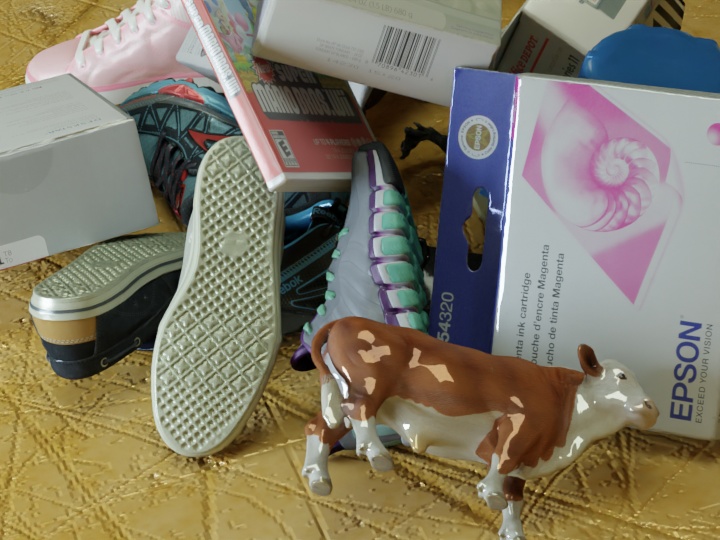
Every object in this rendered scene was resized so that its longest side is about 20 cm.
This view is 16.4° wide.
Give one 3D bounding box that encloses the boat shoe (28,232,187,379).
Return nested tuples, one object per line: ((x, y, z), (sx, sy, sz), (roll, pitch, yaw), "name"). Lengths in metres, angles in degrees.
((-0.146, 0.018, 1.597), (0.074, 0.062, 0.200), (2, 17, 24), "boat shoe")

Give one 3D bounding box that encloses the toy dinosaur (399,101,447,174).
((0.081, -0.102, 1.759), (0.088, 0.048, 0.200), (16, 36, 9), "toy dinosaur")

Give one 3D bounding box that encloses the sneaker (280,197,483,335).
((0.000, 0.000, 1.573), (0.199, 0.082, 0.073), (0, 30, 8), "sneaker")

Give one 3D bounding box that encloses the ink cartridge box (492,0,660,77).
((0.150, -0.170, 1.634), (0.067, 0.117, 0.200), (35, 70, 5), "ink cartridge box")

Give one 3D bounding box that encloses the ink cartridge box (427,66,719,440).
((0.130, -0.013, 1.464), (0.199, 0.197, 0.043), (8, 7, 22), "ink cartridge box")

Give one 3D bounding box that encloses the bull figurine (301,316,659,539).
((0.063, 0.085, 1.399), (0.199, 0.065, 0.122), (13, 49, 6), "bull figurine")

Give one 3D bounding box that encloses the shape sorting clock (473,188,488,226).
((0.169, -0.055, 1.650), (0.199, 0.039, 0.200), (0, 39, 0), "shape sorting clock")

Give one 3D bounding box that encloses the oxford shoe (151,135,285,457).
((-0.082, 0.018, 1.520), (0.075, 0.058, 0.201), (8, 73, -1), "oxford shoe")

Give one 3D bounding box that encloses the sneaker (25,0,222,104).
((-0.161, -0.186, 1.887), (0.199, 0.105, 0.075), (-4, 33, 7), "sneaker")

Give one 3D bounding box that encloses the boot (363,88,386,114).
((0.065, -0.193, 1.791), (0.200, 0.064, 0.186), (-31, 13, 8), "boot")

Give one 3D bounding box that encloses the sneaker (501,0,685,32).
((0.140, -0.179, 1.742), (0.200, 0.116, 0.076), (2, 21, -31), "sneaker")

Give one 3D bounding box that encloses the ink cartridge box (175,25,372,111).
((-0.043, -0.171, 1.703), (0.067, 0.116, 0.200), (28, -2, -25), "ink cartridge box")

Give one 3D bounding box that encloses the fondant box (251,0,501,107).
((0.014, -0.196, 1.581), (0.144, 0.058, 0.200), (14, 39, -8), "fondant box")

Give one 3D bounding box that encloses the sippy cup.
((0.178, -0.074, 1.539), (0.177, 0.131, 0.140), (-12, 45, -19), "sippy cup")

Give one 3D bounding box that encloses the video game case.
((-0.057, -0.140, 1.563), (0.017, 0.200, 0.143), (-31, -12, 25), "video game case")

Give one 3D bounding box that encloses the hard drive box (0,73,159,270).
((-0.240, -0.066, 1.688), (0.155, 0.077, 0.200), (-16, 17, -14), "hard drive box")

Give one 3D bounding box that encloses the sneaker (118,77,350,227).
((-0.107, -0.072, 1.716), (0.199, 0.080, 0.096), (13, 39, 30), "sneaker")

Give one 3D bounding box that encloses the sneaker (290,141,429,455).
((-0.006, 0.015, 1.499), (0.087, 0.074, 0.201), (-12, 61, 7), "sneaker")
